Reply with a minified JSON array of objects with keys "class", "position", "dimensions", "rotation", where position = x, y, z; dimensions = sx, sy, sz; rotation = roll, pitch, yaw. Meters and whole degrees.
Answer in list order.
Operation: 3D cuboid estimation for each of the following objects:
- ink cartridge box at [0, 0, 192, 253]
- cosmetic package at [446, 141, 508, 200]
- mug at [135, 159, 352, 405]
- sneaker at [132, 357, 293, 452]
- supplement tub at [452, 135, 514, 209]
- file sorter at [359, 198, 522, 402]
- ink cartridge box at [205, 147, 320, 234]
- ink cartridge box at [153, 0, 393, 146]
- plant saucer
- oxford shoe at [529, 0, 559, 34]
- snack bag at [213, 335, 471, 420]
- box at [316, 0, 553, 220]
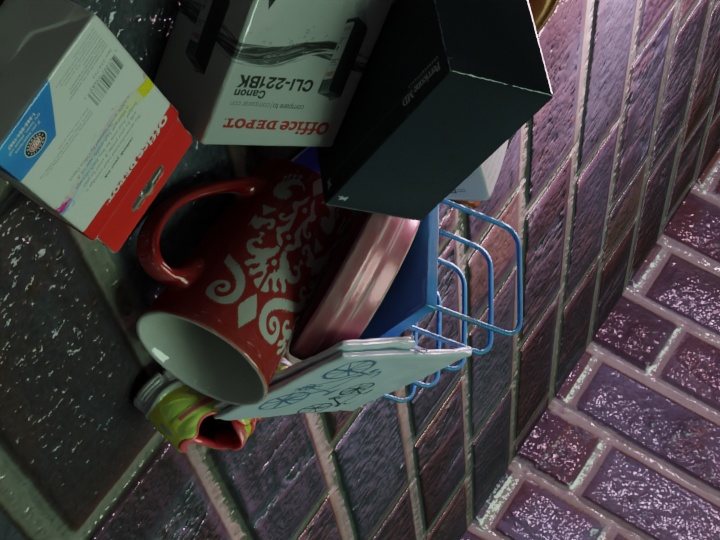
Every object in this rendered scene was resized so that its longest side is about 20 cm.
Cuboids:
[{"class":"ink cartridge box","position":[-0.202,-0.101,0.935],"dimensions":[0.116,0.067,0.200],"rotation":[-57,160,-9]},{"class":"cosmetic package","position":[0.091,-0.176,1.353],"dimensions":[0.200,0.074,0.102],"rotation":[69,31,-46]},{"class":"mug","position":[-0.100,-0.008,1.201],"dimensions":[0.200,0.133,0.178],"rotation":[-59,155,-30]},{"class":"sneaker","position":[-0.129,0.143,1.335],"dimensions":[0.200,0.090,0.078],"rotation":[-8,139,-43]},{"class":"supplement tub","position":[0.137,-0.182,1.592],"dimensions":[0.200,0.107,0.107],"rotation":[-63,160,7]},{"class":"file sorter","position":[0.059,0.035,1.358],"dimensions":[0.200,0.123,0.139],"rotation":[-38,-141,47]},{"class":"ink cartridge box","position":[-0.085,-0.015,1.375],"dimensions":[0.198,0.043,0.200],"rotation":[-45,154,-35]},{"class":"ink cartridge box","position":[-0.061,-0.201,1.046],"dimensions":[0.144,0.084,0.200],"rotation":[-4,129,-45]},{"class":"plant saucer","position":[0.000,0.000,1.242],"dimensions":[0.201,0.051,0.201],"rotation":[-62,-176,8]},{"class":"oxford shoe","position":[0.131,-0.260,1.433],"dimensions":[0.200,0.071,0.071],"rotation":[-37,161,15]},{"class":"snack bag","position":[-0.012,0.103,1.276],"dimensions":[0.200,0.021,0.188],"rotation":[2,156,-47]},{"class":"box","position":[0.047,-0.172,1.116],"dimensions":[0.104,0.182,0.200],"rotation":[9,148,-30]}]
